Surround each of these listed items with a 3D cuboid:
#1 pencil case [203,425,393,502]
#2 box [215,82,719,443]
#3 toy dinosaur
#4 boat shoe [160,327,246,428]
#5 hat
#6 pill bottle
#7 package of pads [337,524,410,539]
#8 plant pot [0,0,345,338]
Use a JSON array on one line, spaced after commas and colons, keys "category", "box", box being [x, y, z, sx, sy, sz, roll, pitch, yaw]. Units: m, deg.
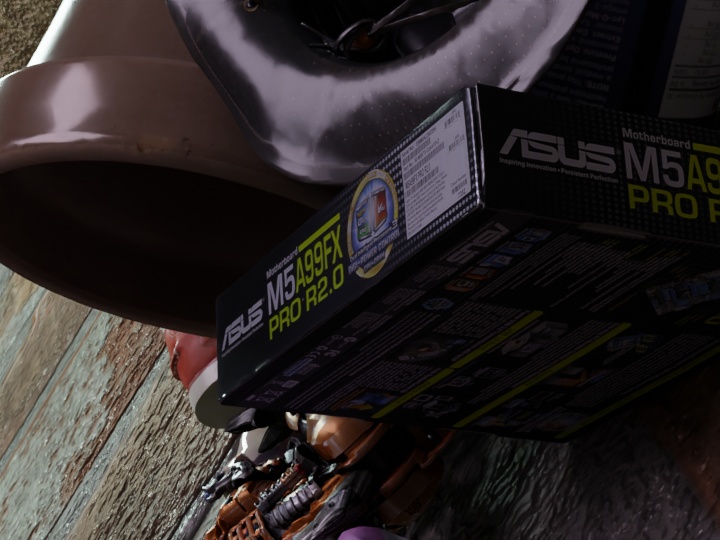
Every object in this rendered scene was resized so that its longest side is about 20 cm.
[{"category": "pencil case", "box": [-0.005, 0.040, 1.075, 0.089, 0.078, 0.201, -10, 50, 49]}, {"category": "box", "box": [0.058, 0.006, 0.777, 0.200, 0.159, 0.045, -38, 50, 55]}, {"category": "toy dinosaur", "box": [0.001, 0.086, 0.922, 0.199, 0.103, 0.136, -22, 3, -4]}, {"category": "boat shoe", "box": [0.000, 0.000, 1.009, 0.199, 0.071, 0.063, -29, 53, 3]}, {"category": "hat", "box": [0.024, -0.121, 0.793, 0.199, 0.081, 0.202, -9, 74, 33]}, {"category": "pill bottle", "box": [0.094, -0.102, 0.867, 0.112, 0.111, 0.202, -109, 30, -70]}, {"category": "package of pads", "box": [-0.011, 0.200, 0.809, 0.201, 0.075, 0.120, -61, 13, -3]}, {"category": "plant pot", "box": [-0.053, -0.084, 0.909, 0.200, 0.199, 0.176, -30, 45, 61]}]
